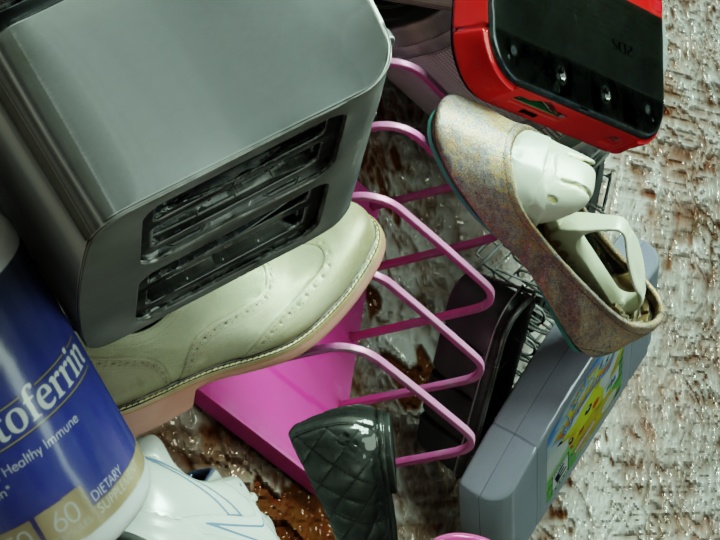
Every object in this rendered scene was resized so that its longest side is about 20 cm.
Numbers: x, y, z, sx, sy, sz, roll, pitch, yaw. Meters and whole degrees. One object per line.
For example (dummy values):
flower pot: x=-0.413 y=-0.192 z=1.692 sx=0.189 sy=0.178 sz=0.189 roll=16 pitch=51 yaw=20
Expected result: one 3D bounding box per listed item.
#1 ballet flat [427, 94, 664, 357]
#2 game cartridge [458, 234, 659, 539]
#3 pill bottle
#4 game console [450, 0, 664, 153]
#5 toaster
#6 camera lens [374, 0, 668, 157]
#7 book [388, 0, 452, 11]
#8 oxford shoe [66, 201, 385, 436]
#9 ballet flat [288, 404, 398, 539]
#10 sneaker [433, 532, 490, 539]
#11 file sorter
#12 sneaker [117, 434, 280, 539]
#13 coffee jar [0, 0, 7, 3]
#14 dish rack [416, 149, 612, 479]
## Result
ballet flat: x=0.114 y=-0.031 z=1.471 sx=0.200 sy=0.067 sz=0.068 roll=50 pitch=42 yaw=-34
game cartridge: x=0.125 y=0.079 z=1.601 sx=0.200 sy=0.040 sz=0.133 roll=-55 pitch=158 yaw=-21
pill bottle: x=-0.188 y=0.042 z=1.176 sx=0.201 sy=0.115 sz=0.116 roll=62 pitch=36 yaw=-21
game console: x=0.117 y=-0.170 z=1.513 sx=0.200 sy=0.031 sz=0.178 roll=17 pitch=69 yaw=-52
toaster: x=-0.087 y=-0.069 z=1.185 sx=0.199 sy=0.181 sz=0.119 roll=-28 pitch=75 yaw=-16
camera lens: x=0.083 y=-0.168 z=1.617 sx=0.200 sy=0.159 sz=0.161 roll=39 pitch=49 yaw=-44
book: x=-0.029 y=-0.229 z=1.474 sx=0.199 sy=0.048 sz=0.134 roll=9 pitch=65 yaw=-16
oxford shoe: x=-0.070 y=0.011 z=1.326 sx=0.200 sy=0.071 sz=0.074 roll=-34 pitch=133 yaw=-25
ballet flat: x=-0.007 y=0.153 z=1.434 sx=0.067 sy=0.057 sz=0.201 roll=-89 pitch=178 yaw=-54
sneaker: x=0.048 y=0.252 z=1.491 sx=0.088 sy=0.081 sz=0.201 roll=93 pitch=11 yaw=-84
file sorter: x=0.000 y=0.000 z=1.466 sx=0.139 sy=0.125 sz=0.201 roll=41 pitch=47 yaw=-42
sneaker: x=-0.065 y=0.154 z=1.368 sx=0.200 sy=0.074 sz=0.087 roll=43 pitch=40 yaw=-43
coffee jar: x=-0.129 y=-0.091 z=1.338 sx=0.200 sy=0.085 sz=0.105 roll=42 pitch=41 yaw=-41
dish rack: x=0.107 y=0.023 z=1.606 sx=0.200 sy=0.054 sz=0.154 roll=-43 pitch=155 yaw=-42
